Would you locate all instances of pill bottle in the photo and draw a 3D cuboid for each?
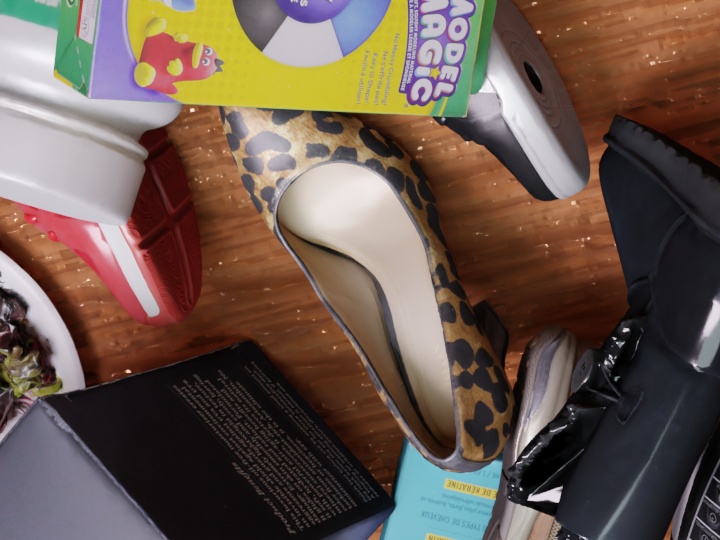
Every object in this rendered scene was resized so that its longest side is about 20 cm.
[{"bbox_3d":[-0.115,-0.128,1.027,0.113,0.113,0.201,16,85,-1],"label":"pill bottle"}]

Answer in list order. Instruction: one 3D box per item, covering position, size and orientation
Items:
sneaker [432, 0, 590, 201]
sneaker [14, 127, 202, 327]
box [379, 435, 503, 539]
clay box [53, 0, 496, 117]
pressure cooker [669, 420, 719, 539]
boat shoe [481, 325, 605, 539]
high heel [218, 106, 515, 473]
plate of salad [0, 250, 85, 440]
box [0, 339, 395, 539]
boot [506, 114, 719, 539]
[{"bbox_3d":[0.012,-0.100,1.097,0.112,0.073,0.200,-31,99,21],"label":"sneaker"},{"bbox_3d":[-0.160,-0.053,1.138,0.115,0.078,0.201,-22,98,23],"label":"sneaker"},{"bbox_3d":[0.043,0.169,1.216,0.082,0.049,0.201,13,114,0],"label":"box"},{"bbox_3d":[-0.019,-0.125,0.978,0.199,0.048,0.115,0,106,-27],"label":"clay box"},{"bbox_3d":[0.234,0.108,1.103,0.178,0.176,0.201,8,115,-2],"label":"pressure cooker"},{"bbox_3d":[0.094,0.129,1.124,0.071,0.076,0.201,11,102,-3],"label":"boat shoe"},{"bbox_3d":[0.000,0.000,1.096,0.071,0.143,0.200,-39,105,19],"label":"high heel"},{"bbox_3d":[-0.236,0.065,1.201,0.199,0.048,0.201,2,113,5],"label":"plate of salad"},{"bbox_3d":[-0.119,0.152,1.128,0.123,0.198,0.200,47,112,14],"label":"box"},{"bbox_3d":[0.116,0.029,1.049,0.076,0.200,0.169,27,99,-16],"label":"boot"}]
